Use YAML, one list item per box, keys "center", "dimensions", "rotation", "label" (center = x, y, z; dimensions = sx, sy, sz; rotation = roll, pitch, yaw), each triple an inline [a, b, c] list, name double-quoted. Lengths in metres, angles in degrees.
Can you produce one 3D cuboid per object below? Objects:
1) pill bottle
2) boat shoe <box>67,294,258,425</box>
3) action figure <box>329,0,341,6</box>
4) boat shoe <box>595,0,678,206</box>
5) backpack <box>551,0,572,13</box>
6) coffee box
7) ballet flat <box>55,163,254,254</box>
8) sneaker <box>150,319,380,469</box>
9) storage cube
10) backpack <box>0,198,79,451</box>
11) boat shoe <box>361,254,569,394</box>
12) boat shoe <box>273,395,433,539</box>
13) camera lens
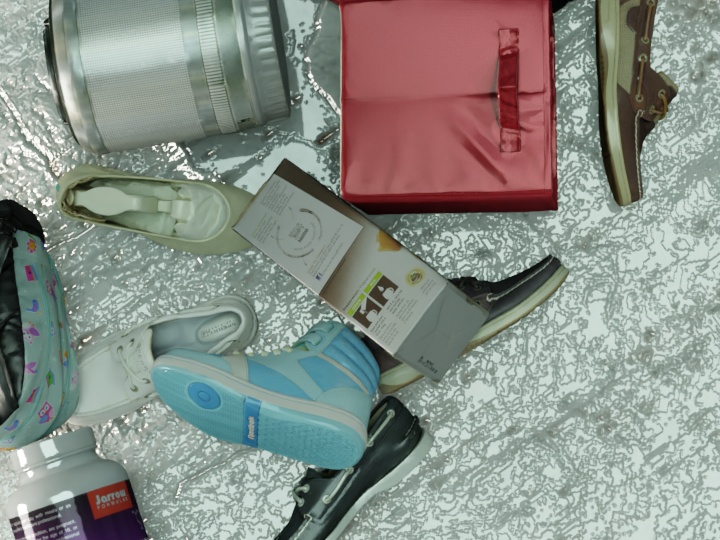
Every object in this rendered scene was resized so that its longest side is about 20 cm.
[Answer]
- center: [-0.242, 0.244, 1.680]
  dimensions: [0.112, 0.112, 0.201]
  rotation: [-18, 86, 1]
  label: "pill bottle"
- center: [-0.188, 0.076, 1.709]
  dimensions: [0.199, 0.069, 0.071]
  rotation: [-28, 87, 1]
  label: "boat shoe"
- center: [-0.046, -0.288, 1.737]
  dimensions: [0.199, 0.052, 0.066]
  rotation: [27, 83, 2]
  label: "action figure"
- center: [0.249, -0.159, 1.706]
  dimensions: [0.071, 0.072, 0.202]
  rotation: [-3, 80, 3]
  label: "boat shoe"
- center: [0.138, -0.319, 1.653]
  dimensions: [0.134, 0.200, 0.184]
  rotation: [-28, 87, 0]
  label: "backpack"
- center: [0.000, 0.000, 1.649]
  dimensions: [0.200, 0.114, 0.080]
  rotation: [37, 91, 27]
  label: "coffee box"
- center: [-0.180, -0.055, 1.719]
  dimensions: [0.198, 0.069, 0.070]
  rotation: [8, 87, 2]
  label: "ballet flat"
- center: [-0.076, 0.089, 1.683]
  dimensions: [0.199, 0.080, 0.131]
  rotation: [21, 49, 3]
  label: "sneaker"
- center: [0.080, -0.140, 1.650]
  dimensions: [0.178, 0.200, 0.172]
  rotation: [-1, 87, 8]
  label: "storage cube"
- center: [-0.326, 0.057, 1.680]
  dimensions: [0.166, 0.126, 0.201]
  rotation: [-23, 72, 26]
  label: "backpack"
- center: [0.091, 0.037, 1.700]
  dimensions: [0.199, 0.072, 0.065]
  rotation: [-32, 91, 6]
  label: "boat shoe"
- center: [-0.026, 0.194, 1.692]
  dimensions: [0.200, 0.076, 0.060]
  rotation: [-44, 101, -12]
  label: "boat shoe"
- center: [-0.170, -0.193, 1.678]
  dimensions: [0.198, 0.160, 0.161]
  rotation: [-9, 86, 2]
  label: "camera lens"
